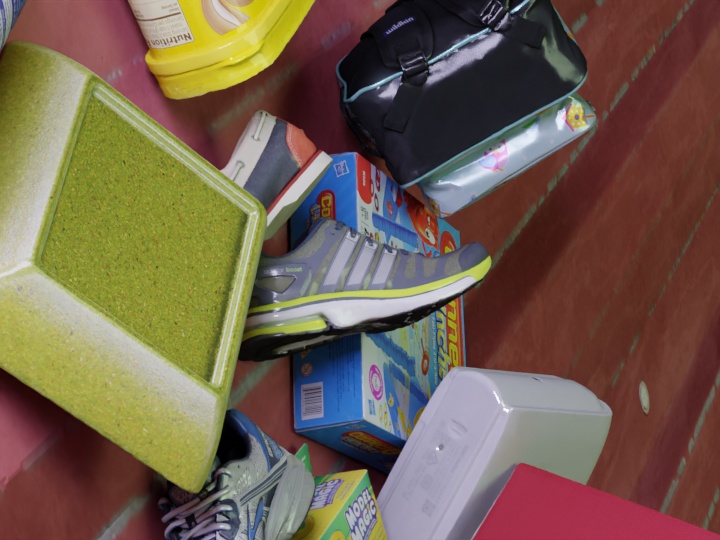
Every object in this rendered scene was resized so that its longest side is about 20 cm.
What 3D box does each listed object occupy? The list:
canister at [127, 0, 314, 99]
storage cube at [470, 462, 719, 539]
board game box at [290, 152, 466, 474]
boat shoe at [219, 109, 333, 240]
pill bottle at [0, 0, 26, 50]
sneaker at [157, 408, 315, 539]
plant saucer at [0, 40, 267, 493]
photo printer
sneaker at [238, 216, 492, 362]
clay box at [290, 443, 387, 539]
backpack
[{"bbox_3d":[-0.112,-0.230,1.297,0.201,0.086,0.149,67,26,-25],"label":"canister"},{"bbox_3d":[0.148,0.268,1.404,0.200,0.179,0.172,-52,155,-50],"label":"storage cube"},{"bbox_3d":[0.016,0.039,1.522,0.196,0.056,0.201,32,52,-60],"label":"board game box"},{"bbox_3d":[-0.089,-0.033,1.301,0.063,0.071,0.200,40,45,0],"label":"boat shoe"},{"bbox_3d":[-0.210,-0.160,1.005,0.201,0.111,0.112,-74,146,-46],"label":"pill bottle"},{"bbox_3d":[-0.090,0.159,1.229,0.085,0.077,0.200,56,24,-25],"label":"sneaker"},{"bbox_3d":[-0.127,-0.012,1.139,0.199,0.048,0.201,38,44,-30],"label":"plant saucer"},{"bbox_3d":[0.101,0.153,1.517,0.200,0.069,0.167,10,111,-58],"label":"photo printer"},{"bbox_3d":[0.000,0.000,1.388,0.199,0.074,0.081,-12,79,-30],"label":"sneaker"},{"bbox_3d":[-0.012,0.226,1.393,0.115,0.047,0.201,-50,128,-61],"label":"clay box"},{"bbox_3d":[0.074,-0.140,1.549,0.154,0.175,0.200,56,1,-23],"label":"backpack"}]
